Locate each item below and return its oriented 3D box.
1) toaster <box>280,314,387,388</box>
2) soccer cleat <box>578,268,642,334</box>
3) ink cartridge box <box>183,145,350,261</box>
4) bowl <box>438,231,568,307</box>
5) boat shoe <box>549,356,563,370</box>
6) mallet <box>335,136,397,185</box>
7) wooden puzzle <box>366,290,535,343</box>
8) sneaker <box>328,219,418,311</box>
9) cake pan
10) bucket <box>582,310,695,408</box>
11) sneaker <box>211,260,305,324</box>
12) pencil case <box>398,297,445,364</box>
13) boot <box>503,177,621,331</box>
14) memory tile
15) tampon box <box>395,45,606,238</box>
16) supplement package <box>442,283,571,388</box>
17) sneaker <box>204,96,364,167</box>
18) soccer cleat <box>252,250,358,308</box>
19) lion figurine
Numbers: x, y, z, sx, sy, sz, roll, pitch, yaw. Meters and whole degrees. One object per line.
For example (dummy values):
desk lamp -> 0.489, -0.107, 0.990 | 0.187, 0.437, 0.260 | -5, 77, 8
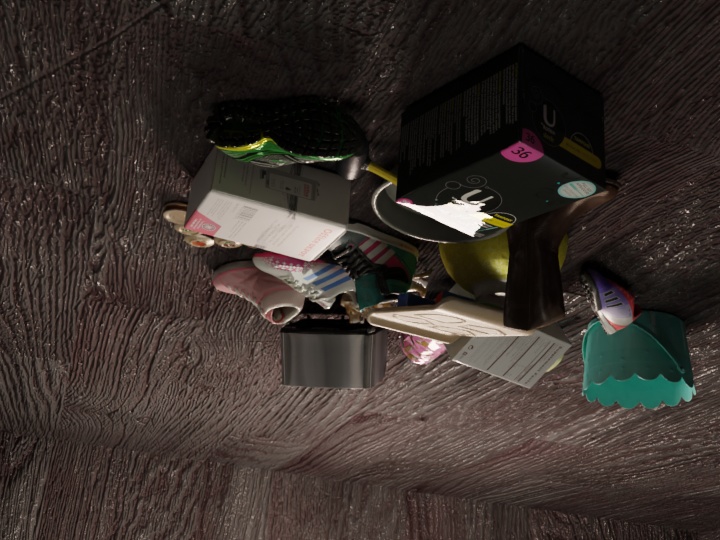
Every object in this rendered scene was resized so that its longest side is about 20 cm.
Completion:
toaster -> -0.047, 0.149, 1.835 | 0.180, 0.119, 0.200 | 0, -178, 10
soccer cleat -> 0.417, 0.042, 1.646 | 0.073, 0.068, 0.200 | -27, 145, 11
ink cartridge box -> -0.131, -0.093, 1.392 | 0.200, 0.083, 0.147 | 14, 156, -20
bowl -> 0.216, -0.001, 1.509 | 0.200, 0.108, 0.200 | 4, 158, 2
boat shoe -> 0.314, 0.163, 1.937 | 0.063, 0.073, 0.201 | 14, 164, -33
mallet -> 0.057, -0.116, 1.268 | 0.200, 0.041, 0.066 | 26, 154, 13
wooden puzzle -> 0.137, 0.066, 1.498 | 0.185, 0.046, 0.200 | 15, 163, -32
sneaker -> 0.000, 0.000, 1.539 | 0.200, 0.121, 0.084 | 17, 155, -26
cake pan -> 0.116, -0.098, 1.373 | 0.200, 0.037, 0.200 | 7, 156, 3
bucket -> 0.505, 0.164, 1.808 | 0.207, 0.135, 0.207 | 4, 157, 1
sneaker -> -0.178, 0.041, 1.702 | 0.200, 0.105, 0.075 | -6, 157, 28
pencil case -> 0.137, 0.111, 1.836 | 0.086, 0.083, 0.200 | -29, 170, -24
boot -> 0.272, -0.015, 1.338 | 0.064, 0.200, 0.186 | 23, 152, -37
memory tile -> -0.198, -0.068, 1.556 | 0.200, 0.017, 0.153 | 2, 157, 9
tampon box -> 0.162, -0.141, 1.154 | 0.150, 0.126, 0.200 | 20, 153, -34
supplement package -> 0.239, 0.102, 1.691 | 0.200, 0.117, 0.117 | 22, 117, -37
sneaker -> -0.088, -0.168, 1.233 | 0.200, 0.078, 0.085 | 7, 166, 19
soccer cleat -> -0.081, 0.016, 1.621 | 0.200, 0.087, 0.070 | 8, 176, -11
lion figurine -> 0.043, 0.031, 1.692 | 0.122, 0.073, 0.200 | 25, 141, -2
